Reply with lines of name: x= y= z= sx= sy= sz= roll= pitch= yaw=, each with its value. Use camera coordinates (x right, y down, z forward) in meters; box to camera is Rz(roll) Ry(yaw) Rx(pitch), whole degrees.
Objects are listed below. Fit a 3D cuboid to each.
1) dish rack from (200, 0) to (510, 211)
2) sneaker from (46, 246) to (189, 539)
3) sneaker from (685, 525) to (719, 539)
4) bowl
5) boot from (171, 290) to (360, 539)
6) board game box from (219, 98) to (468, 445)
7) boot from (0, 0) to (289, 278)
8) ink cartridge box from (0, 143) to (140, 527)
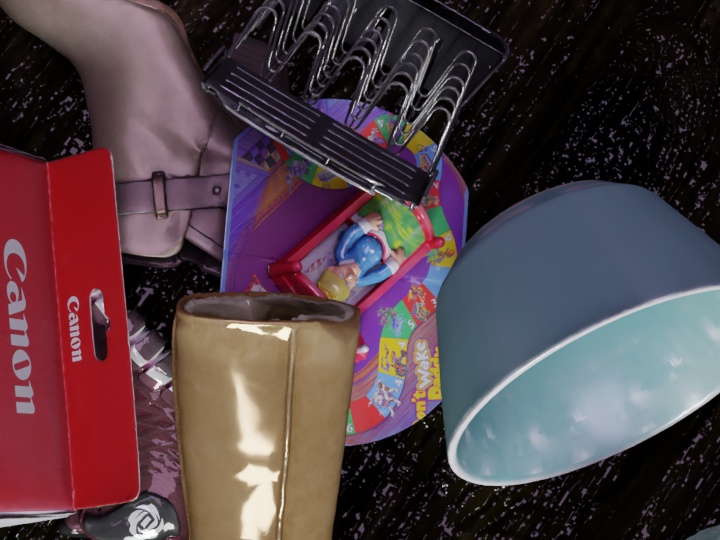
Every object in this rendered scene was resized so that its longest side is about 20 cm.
dish rack: x=-0.003 y=-0.115 z=0.907 sx=0.152 sy=0.200 sz=0.055 roll=29 pitch=119 yaw=-1
sneaker: x=-0.145 y=0.087 z=0.901 sx=0.200 sy=0.076 sz=0.116 roll=45 pitch=81 yaw=3
sneaker: x=0.165 y=0.219 z=0.911 sx=0.199 sy=0.077 sz=0.082 roll=-27 pitch=90 yaw=-10
bowl: x=0.122 y=0.025 z=0.896 sx=0.199 sy=0.201 sz=0.106 roll=-19 pitch=61 yaw=-9
boot: x=-0.017 y=0.115 z=0.864 sx=0.173 sy=0.066 sz=0.202 roll=0 pitch=106 yaw=-16
board game box: x=0.000 y=0.000 z=0.917 sx=0.157 sy=0.039 sz=0.202 roll=8 pitch=84 yaw=-26
boot: x=-0.131 y=-0.079 z=0.934 sx=0.198 sy=0.070 sz=0.148 roll=15 pitch=78 yaw=-5
ink cartridge box: x=-0.217 y=0.037 z=0.857 sx=0.174 sy=0.084 sz=0.202 roll=-12 pitch=79 yaw=24
